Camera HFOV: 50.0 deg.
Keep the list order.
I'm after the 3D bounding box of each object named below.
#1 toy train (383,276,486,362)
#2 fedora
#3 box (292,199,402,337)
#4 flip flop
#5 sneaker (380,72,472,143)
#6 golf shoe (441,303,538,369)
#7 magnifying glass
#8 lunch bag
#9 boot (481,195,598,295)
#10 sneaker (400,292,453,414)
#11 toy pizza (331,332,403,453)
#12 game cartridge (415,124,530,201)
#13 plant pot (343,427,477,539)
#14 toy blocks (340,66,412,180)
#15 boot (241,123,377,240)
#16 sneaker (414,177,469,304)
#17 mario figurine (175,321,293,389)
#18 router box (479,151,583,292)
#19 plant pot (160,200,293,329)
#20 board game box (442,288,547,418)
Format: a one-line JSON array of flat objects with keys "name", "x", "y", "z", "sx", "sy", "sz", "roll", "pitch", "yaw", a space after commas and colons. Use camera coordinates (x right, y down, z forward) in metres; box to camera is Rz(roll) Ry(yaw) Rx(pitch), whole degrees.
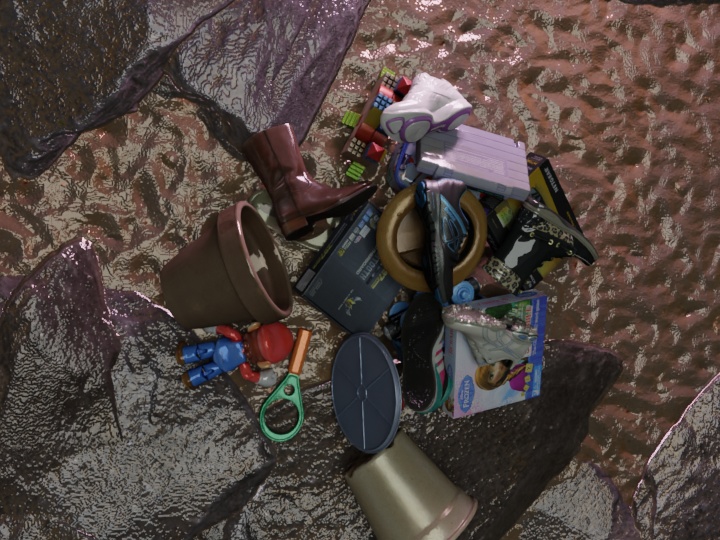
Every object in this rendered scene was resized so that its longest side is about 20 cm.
[{"name": "toy train", "x": 0.138, "y": 0.090, "z": 1.388, "sx": 0.198, "sy": 0.087, "sz": 0.116, "roll": -27, "pitch": 107, "yaw": -12}, {"name": "fedora", "x": 0.115, "y": -0.063, "z": 1.310, "sx": 0.197, "sy": 0.082, "sz": 0.205, "roll": -3, "pitch": 102, "yaw": -14}, {"name": "box", "x": 0.000, "y": 0.000, "z": 1.345, "sx": 0.157, "sy": 0.051, "sz": 0.201, "roll": 40, "pitch": 84, "yaw": -31}, {"name": "flip flop", "x": -0.101, "y": -0.086, "z": 1.336, "sx": 0.197, "sy": 0.058, "sz": 0.082, "roll": 22, "pitch": 88, "yaw": -13}, {"name": "sneaker", "x": 0.092, "y": -0.266, "z": 1.248, "sx": 0.198, "sy": 0.075, "sz": 0.100, "roll": -20, "pitch": 72, "yaw": -44}, {"name": "golf shoe", "x": 0.209, "y": 0.118, "z": 1.295, "sx": 0.197, "sy": 0.078, "sz": 0.099, "roll": 16, "pitch": 103, "yaw": -29}, {"name": "magnifying glass", "x": -0.125, "y": 0.203, "z": 1.368, "sx": 0.078, "sy": 0.022, "sz": 0.204, "roll": 16, "pitch": 91, "yaw": -12}, {"name": "lunch bag", "x": 0.150, "y": -0.191, "z": 1.378, "sx": 0.197, "sy": 0.075, "sz": 0.163, "roll": 24, "pitch": 86, "yaw": -13}, {"name": "boot", "x": 0.314, "y": -0.022, "z": 1.350, "sx": 0.202, "sy": 0.074, "sz": 0.155, "roll": 31, "pitch": 98, "yaw": -34}, {"name": "sneaker", "x": 0.116, "y": 0.150, "z": 1.310, "sx": 0.082, "sy": 0.121, "sz": 0.204, "roll": 2, "pitch": 69, "yaw": 14}, {"name": "toy pizza", "x": 0.014, "y": 0.207, "z": 1.316, "sx": 0.031, "sy": 0.199, "sz": 0.204, "roll": -1, "pitch": 94, "yaw": -35}, {"name": "game cartridge", "x": 0.187, "y": -0.189, "z": 1.298, "sx": 0.196, "sy": 0.039, "sz": 0.131, "roll": 15, "pitch": 53, "yaw": -11}, {"name": "plant pot", "x": 0.071, "y": 0.388, "z": 1.345, "sx": 0.199, "sy": 0.200, "sz": 0.185, "roll": -37, "pitch": 89, "yaw": -8}, {"name": "toy blocks", "x": 0.032, "y": -0.258, "z": 1.316, "sx": 0.099, "sy": 0.137, "sz": 0.203, "roll": 27, "pitch": 87, "yaw": -12}, {"name": "boot", "x": -0.089, "y": -0.177, "z": 1.299, "sx": 0.184, "sy": 0.064, "sz": 0.203, "roll": -25, "pitch": 74, "yaw": -1}, {"name": "sneaker", "x": 0.140, "y": -0.047, "z": 1.237, "sx": 0.080, "sy": 0.073, "sz": 0.204, "roll": -9, "pitch": 104, "yaw": -14}, {"name": "mario figurine", "x": -0.210, "y": 0.140, "z": 1.330, "sx": 0.196, "sy": 0.107, "sz": 0.125, "roll": -14, "pitch": 132, "yaw": -1}, {"name": "router box", "x": 0.304, "y": -0.084, "z": 1.390, "sx": 0.157, "sy": 0.052, "sz": 0.201, "roll": -43, "pitch": 124, "yaw": -7}, {"name": "plant pot", "x": -0.227, "y": 0.012, "z": 1.260, "sx": 0.172, "sy": 0.200, "sz": 0.203, "roll": -21, "pitch": 98, "yaw": 8}, {"name": "board game box", "x": 0.241, "y": 0.148, "z": 1.386, "sx": 0.196, "sy": 0.041, "sz": 0.204, "roll": -10, "pitch": 110, "yaw": -25}]
